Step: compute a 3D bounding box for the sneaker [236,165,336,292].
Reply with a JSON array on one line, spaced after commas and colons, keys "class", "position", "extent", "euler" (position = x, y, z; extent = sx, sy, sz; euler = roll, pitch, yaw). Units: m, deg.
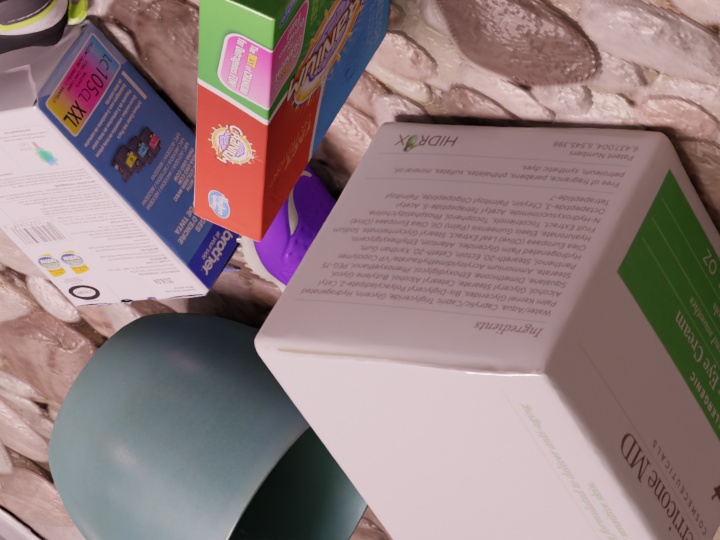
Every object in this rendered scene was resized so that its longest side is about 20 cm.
[{"class": "sneaker", "position": [0.000, 0.000, 1.770], "extent": [0.099, 0.070, 0.200], "euler": [6, 147, 26]}]

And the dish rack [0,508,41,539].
[{"class": "dish rack", "position": [-0.275, 0.270, 2.458], "extent": [0.200, 0.044, 0.172], "euler": [38, 149, -15]}]

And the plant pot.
[{"class": "plant pot", "position": [-0.100, 0.120, 1.921], "extent": [0.161, 0.201, 0.201], "euler": [32, 153, 21]}]

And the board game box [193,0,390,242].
[{"class": "board game box", "position": [-0.030, -0.129, 1.503], "extent": [0.040, 0.153, 0.200], "euler": [24, 151, 10]}]

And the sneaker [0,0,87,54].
[{"class": "sneaker", "position": [-0.257, -0.139, 1.734], "extent": [0.199, 0.072, 0.083], "euler": [-5, 154, 11]}]

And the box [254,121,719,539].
[{"class": "box", "position": [0.092, 0.046, 1.639], "extent": [0.200, 0.172, 0.199], "euler": [5, 142, 39]}]

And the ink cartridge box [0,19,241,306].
[{"class": "ink cartridge box", "position": [-0.157, -0.050, 1.819], "extent": [0.136, 0.076, 0.200], "euler": [-5, 134, 47]}]
